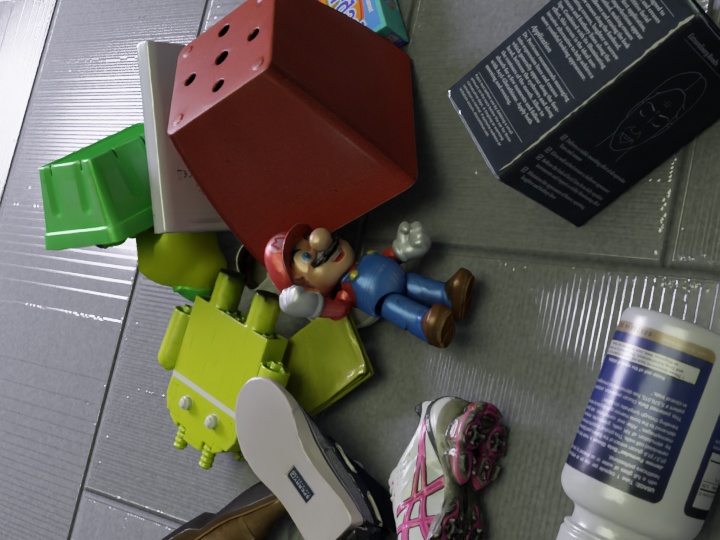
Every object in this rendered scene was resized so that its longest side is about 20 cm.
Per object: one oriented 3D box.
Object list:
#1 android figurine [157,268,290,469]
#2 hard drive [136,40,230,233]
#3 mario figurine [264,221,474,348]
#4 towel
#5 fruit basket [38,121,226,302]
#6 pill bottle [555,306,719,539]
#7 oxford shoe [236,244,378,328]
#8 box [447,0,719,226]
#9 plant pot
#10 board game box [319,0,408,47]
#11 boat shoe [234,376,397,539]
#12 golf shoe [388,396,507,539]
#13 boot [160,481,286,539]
[{"bbox_3d":[-0.144,0.106,1.133,0.182,0.041,0.200,29,103,39],"label":"android figurine"},{"bbox_3d":[-0.176,-0.142,1.183,0.027,0.132,0.200,-6,89,41],"label":"hard drive"},{"bbox_3d":[0.000,0.000,1.015,0.200,0.123,0.106,17,101,19],"label":"mario figurine"},{"bbox_3d":[-0.073,0.115,1.108,0.200,0.018,0.086,-37,65,31],"label":"towel"},{"bbox_3d":[-0.236,-0.056,1.230,0.155,0.215,0.216,-3,74,37],"label":"fruit basket"},{"bbox_3d":[0.220,0.137,0.831,0.111,0.111,0.200,20,88,40],"label":"pill bottle"},{"bbox_3d":[-0.057,0.012,1.125,0.200,0.058,0.075,19,85,39],"label":"oxford shoe"},{"bbox_3d":[0.203,-0.152,0.913,0.200,0.148,0.107,-39,56,22],"label":"box"},{"bbox_3d":[-0.078,-0.160,1.083,0.200,0.176,0.200,-28,41,28],"label":"plant pot"},{"bbox_3d":[-0.052,-0.272,1.219,0.200,0.045,0.152,-29,60,28],"label":"board game box"},{"bbox_3d":[-0.041,0.187,1.029,0.075,0.093,0.200,-45,57,18],"label":"boat shoe"},{"bbox_3d":[0.063,0.210,0.962,0.092,0.073,0.200,2,67,45],"label":"golf shoe"},{"bbox_3d":[-0.113,0.264,1.097,0.200,0.074,0.076,-33,88,21],"label":"boot"}]
